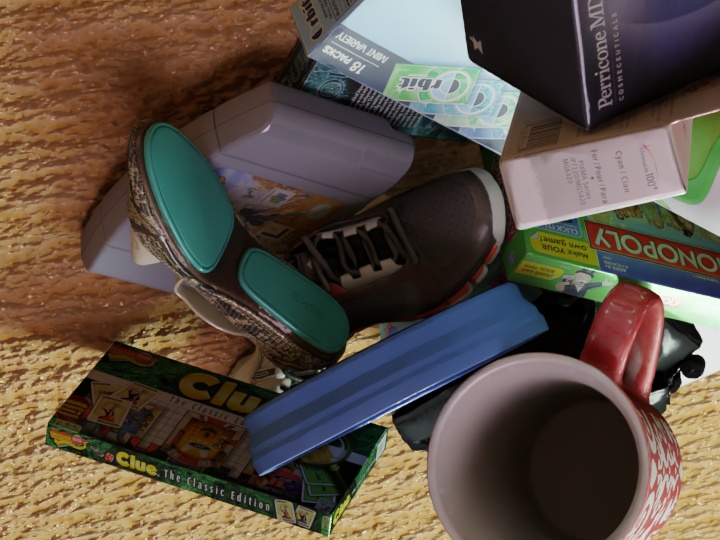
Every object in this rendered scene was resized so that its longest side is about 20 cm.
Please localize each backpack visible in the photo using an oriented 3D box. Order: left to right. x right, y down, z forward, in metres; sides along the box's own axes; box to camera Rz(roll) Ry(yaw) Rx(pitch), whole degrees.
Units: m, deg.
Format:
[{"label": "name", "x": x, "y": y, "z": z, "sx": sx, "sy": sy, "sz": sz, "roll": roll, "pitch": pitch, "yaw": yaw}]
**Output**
[{"label": "backpack", "x": 0.108, "y": 0.046, "z": 1.882, "sx": 0.199, "sy": 0.127, "sz": 0.167, "roll": -33, "pitch": 130, "yaw": 22}]

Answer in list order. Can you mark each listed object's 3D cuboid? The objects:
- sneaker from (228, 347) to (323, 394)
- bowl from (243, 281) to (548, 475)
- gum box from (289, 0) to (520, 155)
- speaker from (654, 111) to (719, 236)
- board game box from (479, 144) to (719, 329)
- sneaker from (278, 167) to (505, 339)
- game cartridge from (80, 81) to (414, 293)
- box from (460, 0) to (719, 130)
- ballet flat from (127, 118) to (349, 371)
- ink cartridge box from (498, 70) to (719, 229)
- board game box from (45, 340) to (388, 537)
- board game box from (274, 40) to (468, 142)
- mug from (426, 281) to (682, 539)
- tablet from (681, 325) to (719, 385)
[{"label": "sneaker", "x": -0.038, "y": 0.068, "z": 1.884, "sx": 0.075, "sy": 0.088, "sz": 0.201, "roll": -1, "pitch": 140, "yaw": -17}, {"label": "bowl", "x": 0.018, "y": 0.064, "z": 1.724, "sx": 0.200, "sy": 0.040, "sz": 0.201, "roll": -27, "pitch": 176, "yaw": -2}, {"label": "gum box", "x": 0.088, "y": -0.170, "z": 1.605, "sx": 0.169, "sy": 0.045, "sz": 0.200, "roll": 24, "pitch": 124, "yaw": -40}, {"label": "speaker", "x": 0.187, "y": -0.083, "z": 1.674, "sx": 0.088, "sy": 0.200, "sz": 0.089, "roll": -19, "pitch": 124, "yaw": -32}, {"label": "board game box", "x": 0.173, "y": -0.032, "z": 1.778, "sx": 0.199, "sy": 0.135, "sz": 0.029, "roll": 13, "pitch": 134, "yaw": -25}, {"label": "sneaker", "x": 0.000, "y": 0.000, "z": 1.732, "sx": 0.200, "sy": 0.077, "sz": 0.082, "roll": -33, "pitch": 157, "yaw": 27}, {"label": "game cartridge", "x": -0.078, "y": -0.044, "z": 1.739, "sx": 0.133, "sy": 0.042, "sz": 0.200, "roll": 11, "pitch": 145, "yaw": -40}, {"label": "box", "x": 0.155, "y": -0.210, "z": 1.472, "sx": 0.198, "sy": 0.123, "sz": 0.201, "roll": -24, "pitch": 124, "yaw": -21}, {"label": "ballet flat", "x": -0.090, "y": -0.006, "z": 1.676, "sx": 0.075, "sy": 0.068, "sz": 0.200, "roll": -18, "pitch": 127, "yaw": 40}, {"label": "ink cartridge box", "x": 0.171, "y": -0.089, "z": 1.528, "sx": 0.175, "sy": 0.200, "sz": 0.045, "roll": -13, "pitch": 106, "yaw": 12}, {"label": "board game box", "x": -0.092, "y": 0.107, "z": 1.819, "sx": 0.199, "sy": 0.105, "sz": 0.024, "roll": 16, "pitch": 123, "yaw": 14}, {"label": "board game box", "x": 0.047, "y": -0.157, "z": 1.672, "sx": 0.135, "sy": 0.028, "sz": 0.200, "roll": 7, "pitch": 138, "yaw": -28}, {"label": "mug", "x": 0.147, "y": 0.110, "z": 1.723, "sx": 0.177, "sy": 0.134, "sz": 0.200, "roll": -38, "pitch": 166, "yaw": 9}, {"label": "tablet", "x": 0.170, "y": 0.073, "z": 2.019, "sx": 0.199, "sy": 0.014, "sz": 0.130, "roll": -24, "pitch": 145, "yaw": 21}]
